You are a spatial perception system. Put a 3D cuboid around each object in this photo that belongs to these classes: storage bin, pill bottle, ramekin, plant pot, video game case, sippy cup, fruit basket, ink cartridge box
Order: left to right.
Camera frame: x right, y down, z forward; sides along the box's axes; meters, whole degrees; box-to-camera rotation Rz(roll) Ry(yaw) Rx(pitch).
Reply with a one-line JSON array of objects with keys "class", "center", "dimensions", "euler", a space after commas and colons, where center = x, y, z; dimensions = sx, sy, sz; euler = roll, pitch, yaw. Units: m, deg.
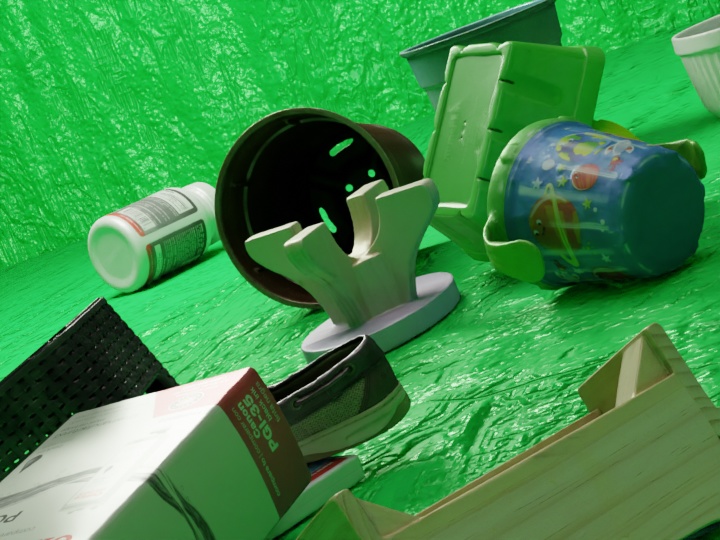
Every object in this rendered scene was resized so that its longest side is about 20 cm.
[{"class": "storage bin", "center": [-0.223, 0.121, 1.138], "dimensions": [0.200, 0.094, 0.135], "euler": [-39, 6, 10]}, {"class": "ink cartridge box", "center": [-0.139, 0.146, 0.943], "dimensions": [0.146, 0.083, 0.200], "euler": [-16, 17, 31]}, {"class": "pill bottle", "center": [-0.289, -0.053, 2.524], "dimensions": [0.116, 0.116, 0.200], "euler": [-13, 11, 43]}, {"class": "video game case", "center": [-0.111, 0.159, 1.095], "dimensions": [0.200, 0.017, 0.143], "euler": [-12, 12, 47]}, {"class": "plant pot", "center": [-0.020, -0.072, 1.806], "dimensions": [0.200, 0.201, 0.198], "euler": [-18, 1, 21]}, {"class": "plant pot", "center": [0.173, -0.204, 2.077], "dimensions": [0.200, 0.196, 0.200], "euler": [-21, 9, 4]}, {"class": "fruit basket", "center": [0.172, -0.100, 1.560], "dimensions": [0.215, 0.216, 0.155], "euler": [-26, 17, -30]}, {"class": "sippy cup", "center": [0.189, -0.048, 1.339], "dimensions": [0.130, 0.140, 0.178], "euler": [9, 68, 53]}, {"class": "ramekin", "center": [0.465, -0.249, 1.976], "dimensions": [0.200, 0.105, 0.200], "euler": [-20, 9, 3]}]

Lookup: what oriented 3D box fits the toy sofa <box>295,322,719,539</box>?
[{"class": "toy sofa", "center": [0.075, 0.113, 0.777], "dimensions": [0.200, 0.098, 0.083], "euler": [-26, -15, -29]}]

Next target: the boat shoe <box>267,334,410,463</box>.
[{"class": "boat shoe", "center": [-0.070, 0.098, 1.093], "dimensions": [0.200, 0.065, 0.072], "euler": [-21, 11, 5]}]

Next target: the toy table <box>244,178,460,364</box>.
[{"class": "toy table", "center": [0.000, 0.000, 1.495], "dimensions": [0.184, 0.117, 0.200], "euler": [-19, 10, 16]}]
